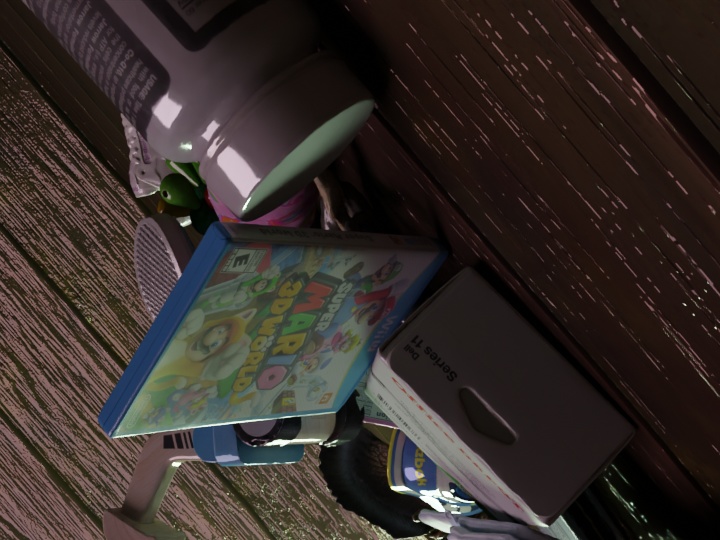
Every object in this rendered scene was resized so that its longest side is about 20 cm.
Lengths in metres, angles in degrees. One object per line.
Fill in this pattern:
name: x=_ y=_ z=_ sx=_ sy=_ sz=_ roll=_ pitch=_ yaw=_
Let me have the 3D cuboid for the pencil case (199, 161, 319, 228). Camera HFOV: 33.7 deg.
pencil case: x=-0.073 y=-0.077 z=0.860 sx=0.087 sy=0.087 sz=0.200 roll=47 pitch=170 yaw=11

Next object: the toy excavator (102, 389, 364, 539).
toy excavator: x=-0.105 y=0.112 z=0.875 sx=0.199 sy=0.196 sz=0.100 roll=-9 pitch=169 yaw=33

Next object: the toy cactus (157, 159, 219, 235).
toy cactus: x=-0.114 y=-0.053 z=1.080 sx=0.165 sy=0.102 sz=0.200 roll=54 pitch=180 yaw=5

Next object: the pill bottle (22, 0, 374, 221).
pill bottle: x=-0.093 y=-0.130 z=0.621 sx=0.200 sy=0.113 sz=0.113 roll=49 pitch=171 yaw=6

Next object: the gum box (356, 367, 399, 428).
gum box: x=-0.011 y=0.086 z=0.989 sx=0.199 sy=0.066 sz=0.113 roll=13 pitch=177 yaw=-10

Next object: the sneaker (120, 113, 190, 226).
sneaker: x=-0.214 y=-0.135 z=1.222 sx=0.200 sy=0.100 sz=0.075 roll=51 pitch=173 yaw=-7

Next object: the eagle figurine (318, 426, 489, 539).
eagle figurine: x=0.071 y=0.218 z=1.267 sx=0.152 sy=0.151 sz=0.200 roll=37 pitch=168 yaw=-32

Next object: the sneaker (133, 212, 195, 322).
sneaker: x=-0.136 y=0.031 z=1.054 sx=0.074 sy=0.082 sz=0.201 roll=6 pitch=123 yaw=42

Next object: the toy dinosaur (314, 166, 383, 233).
toy dinosaur: x=-0.008 y=-0.029 z=0.788 sx=0.200 sy=0.047 sz=0.089 roll=68 pitch=-168 yaw=-62

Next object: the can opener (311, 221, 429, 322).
can opener: x=0.000 y=0.000 z=0.973 sx=0.200 sy=0.053 sz=0.067 roll=40 pitch=135 yaw=46

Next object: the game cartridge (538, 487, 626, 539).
game cartridge: x=0.164 y=0.195 z=0.996 sx=0.200 sy=0.040 sz=0.133 roll=54 pitch=166 yaw=-27

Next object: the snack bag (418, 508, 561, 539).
snack bag: x=0.145 y=0.206 z=0.831 sx=0.188 sy=0.021 sz=0.200 roll=21 pitch=167 yaw=-14

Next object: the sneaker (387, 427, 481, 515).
sneaker: x=0.100 y=0.187 z=1.096 sx=0.082 sy=0.074 sz=0.200 roll=-5 pitch=165 yaw=30

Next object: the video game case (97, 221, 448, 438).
video game case: x=-0.045 y=0.036 z=0.705 sx=0.200 sy=0.143 sz=0.018 roll=2 pitch=-142 yaw=-52

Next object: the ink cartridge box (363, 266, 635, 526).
ink cartridge box: x=0.082 y=0.091 z=0.785 sx=0.147 sy=0.083 sz=0.200 roll=45 pitch=171 yaw=6
